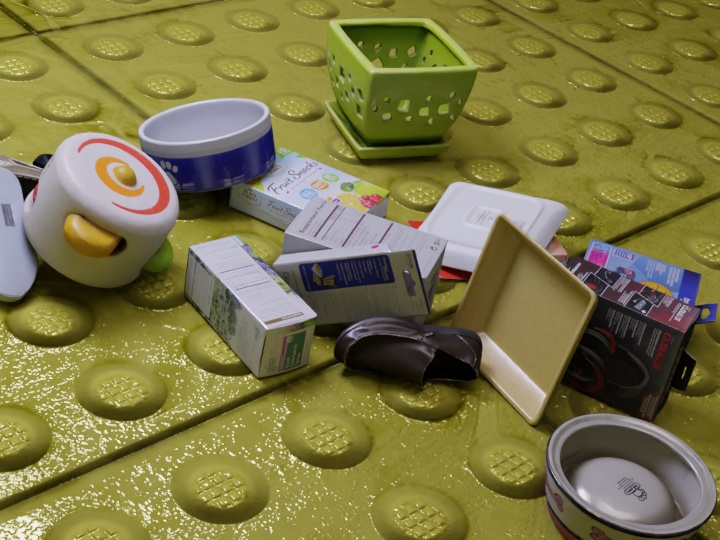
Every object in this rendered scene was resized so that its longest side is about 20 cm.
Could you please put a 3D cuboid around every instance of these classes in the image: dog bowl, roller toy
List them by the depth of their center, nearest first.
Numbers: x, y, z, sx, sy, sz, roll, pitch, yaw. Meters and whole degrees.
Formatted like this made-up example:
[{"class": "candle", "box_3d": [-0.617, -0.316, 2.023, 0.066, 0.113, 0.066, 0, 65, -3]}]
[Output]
[{"class": "dog bowl", "box_3d": [0.303, 0.256, 1.487, 0.199, 0.074, 0.200, 9, 33, -6]}, {"class": "roller toy", "box_3d": [-0.339, -0.084, 1.694, 0.200, 0.140, 0.183, -8, 55, -52]}, {"class": "dog bowl", "box_3d": [-0.229, -0.190, 1.939, 0.199, 0.079, 0.200, -6, 25, 3]}]

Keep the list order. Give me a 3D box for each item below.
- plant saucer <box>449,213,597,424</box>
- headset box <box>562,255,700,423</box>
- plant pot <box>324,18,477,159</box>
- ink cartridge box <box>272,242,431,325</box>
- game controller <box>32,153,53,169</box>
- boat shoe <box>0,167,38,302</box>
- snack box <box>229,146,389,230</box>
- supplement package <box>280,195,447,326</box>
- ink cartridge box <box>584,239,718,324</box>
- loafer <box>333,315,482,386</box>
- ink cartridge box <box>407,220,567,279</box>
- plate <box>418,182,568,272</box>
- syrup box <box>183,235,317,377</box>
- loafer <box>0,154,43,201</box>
[{"class": "plant saucer", "box_3d": [0.215, 0.059, 1.650, 0.048, 0.201, 0.200, -2, 34, -38]}, {"class": "headset box", "box_3d": [0.338, 0.092, 1.674, 0.199, 0.149, 0.075, 25, 35, 20]}, {"class": "plant pot", "box_3d": [0.054, -0.296, 2.143, 0.199, 0.182, 0.199, -5, 37, -24]}, {"class": "ink cartridge box", "box_3d": [-0.008, 0.018, 1.661, 0.199, 0.095, 0.037, -5, 25, 24]}, {"class": "game controller", "box_3d": [-0.372, -0.123, 1.859, 0.199, 0.042, 0.104, 20, 12, 14]}, {"class": "boat shoe", "box_3d": [-0.476, -0.038, 1.696, 0.073, 0.068, 0.200, 0, 58, -36]}, {"class": "snack box", "box_3d": [-0.076, -0.108, 1.938, 0.199, 0.053, 0.142, 23, 34, 19]}, {"class": "supplement package", "box_3d": [0.000, 0.000, 1.740, 0.199, 0.117, 0.117, 18, 34, 11]}, {"class": "ink cartridge box", "box_3d": [0.403, 0.044, 1.838, 0.199, 0.077, 0.137, 20, 34, 10]}, {"class": "loafer", "box_3d": [0.066, 0.107, 1.639, 0.199, 0.073, 0.071, 1, 36, -12]}, {"class": "ink cartridge box", "box_3d": [0.189, -0.051, 1.937, 0.199, 0.050, 0.162, 1, 34, -20]}, {"class": "plate", "box_3d": [0.186, -0.068, 1.916, 0.199, 0.032, 0.200, 14, 40, 24]}, {"class": "syrup box", "box_3d": [-0.145, 0.044, 1.665, 0.081, 0.079, 0.200, -15, 41, -35]}, {"class": "loafer", "box_3d": [-0.496, -0.127, 1.818, 0.199, 0.076, 0.068, 10, 39, -2]}]
